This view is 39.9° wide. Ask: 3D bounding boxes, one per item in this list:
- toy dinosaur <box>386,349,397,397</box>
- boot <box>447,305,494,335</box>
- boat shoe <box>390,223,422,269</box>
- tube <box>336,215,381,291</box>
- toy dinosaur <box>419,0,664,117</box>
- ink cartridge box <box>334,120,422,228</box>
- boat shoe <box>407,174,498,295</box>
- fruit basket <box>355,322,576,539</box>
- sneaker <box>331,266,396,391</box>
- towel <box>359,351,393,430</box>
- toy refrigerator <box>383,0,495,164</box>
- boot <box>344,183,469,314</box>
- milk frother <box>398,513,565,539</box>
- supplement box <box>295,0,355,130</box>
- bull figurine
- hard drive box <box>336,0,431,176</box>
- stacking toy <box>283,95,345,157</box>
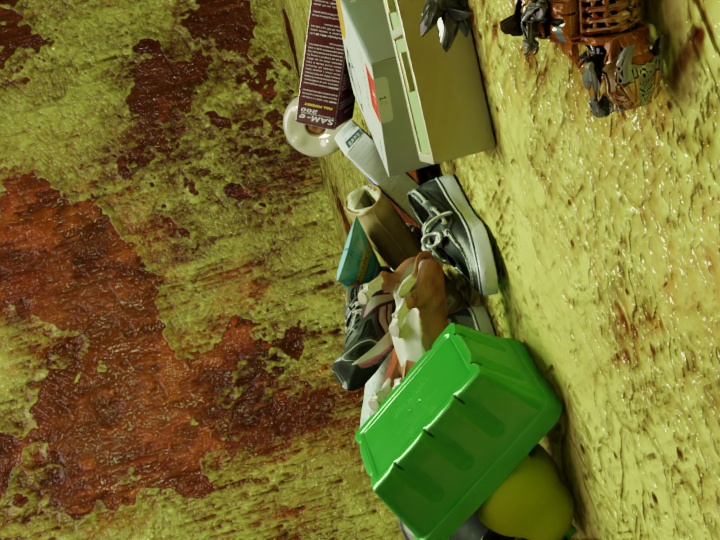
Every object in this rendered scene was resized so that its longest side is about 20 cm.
[{"bbox_3d":[0.051,0.168,1.224,0.199,0.181,0.106,34,142,26],"label":"toy dinosaur"},{"bbox_3d":[0.128,0.142,1.146,0.073,0.089,0.203,83,171,-61],"label":"boot"},{"bbox_3d":[0.081,0.007,1.448,0.070,0.065,0.202,54,-147,-36],"label":"boat shoe"},{"bbox_3d":[0.000,0.000,1.233,0.200,0.049,0.079,57,-137,-71],"label":"tube"},{"bbox_3d":[0.106,-0.183,0.540,0.135,0.101,0.204,-11,79,63],"label":"toy dinosaur"},{"bbox_3d":[0.052,-0.110,1.321,0.200,0.043,0.198,45,-175,-14],"label":"ink cartridge box"},{"bbox_3d":[0.097,-0.038,1.095,0.201,0.067,0.074,-109,6,-47],"label":"boat shoe"},{"bbox_3d":[0.124,0.183,0.988,0.156,0.212,0.219,-116,11,-60],"label":"fruit basket"},{"bbox_3d":[0.009,0.062,1.151,0.086,0.081,0.200,38,-148,5],"label":"sneaker"},{"bbox_3d":[0.032,0.167,1.355,0.201,0.047,0.174,82,-169,-63],"label":"towel"},{"bbox_3d":[0.066,-0.207,0.934,0.076,0.069,0.204,-127,23,-79],"label":"toy refrigerator"},{"bbox_3d":[0.050,-0.029,1.280,0.201,0.066,0.175,49,173,-22],"label":"boot"},{"bbox_3d":[0.113,0.343,1.115,0.182,0.198,0.188,63,162,-16],"label":"milk frother"},{"bbox_3d":[-0.034,-0.298,1.318,0.109,0.060,0.204,-52,-28,-70],"label":"supplement box"},{"bbox_3d":[0.060,0.084,1.059,0.064,0.121,0.204,0,105,39],"label":"bull figurine"},{"bbox_3d":[0.034,-0.239,1.176,0.201,0.075,0.157,-110,6,-47],"label":"hard drive box"},{"bbox_3d":[-0.087,-0.356,2.197,0.201,0.143,0.148,-79,-20,-56],"label":"stacking toy"}]
